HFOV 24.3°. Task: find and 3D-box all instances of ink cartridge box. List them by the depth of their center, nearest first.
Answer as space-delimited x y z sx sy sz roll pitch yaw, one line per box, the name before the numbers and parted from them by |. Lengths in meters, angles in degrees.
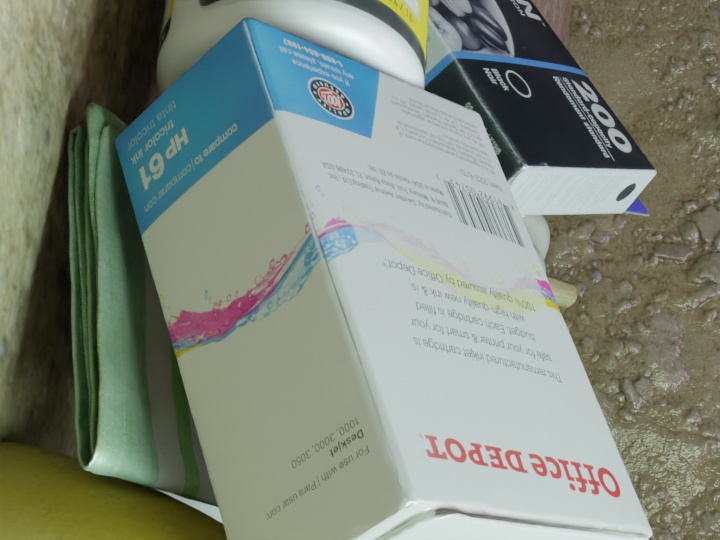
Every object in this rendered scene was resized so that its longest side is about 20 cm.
ink cartridge box | 0.007 0.025 0.616 0.145 0.085 0.200 16 44 -47
ink cartridge box | 0.076 -0.118 0.913 0.200 0.043 0.198 -2 55 -57

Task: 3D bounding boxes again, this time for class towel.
towel | -0.035 0.029 0.676 0.200 0.023 0.153 25 49 -45

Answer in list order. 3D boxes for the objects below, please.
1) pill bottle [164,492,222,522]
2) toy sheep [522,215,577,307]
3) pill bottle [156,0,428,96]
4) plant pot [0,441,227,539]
pill bottle | -0.041 0.055 0.780 0.200 0.111 0.111 -65 158 -59
toy sheep | 0.042 -0.023 0.924 0.138 0.138 0.200 80 -16 -55
pill bottle | -0.024 -0.151 0.731 0.112 0.112 0.200 78 13 -58
plant pot | -0.072 0.169 0.594 0.200 0.142 0.200 6 90 -80
